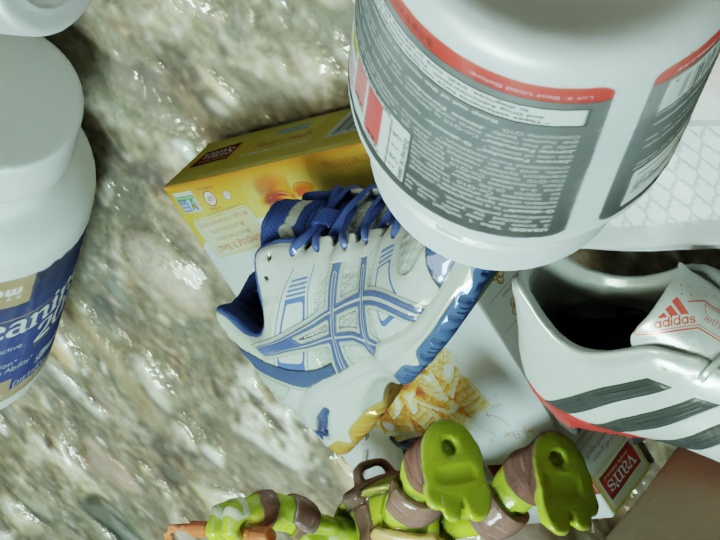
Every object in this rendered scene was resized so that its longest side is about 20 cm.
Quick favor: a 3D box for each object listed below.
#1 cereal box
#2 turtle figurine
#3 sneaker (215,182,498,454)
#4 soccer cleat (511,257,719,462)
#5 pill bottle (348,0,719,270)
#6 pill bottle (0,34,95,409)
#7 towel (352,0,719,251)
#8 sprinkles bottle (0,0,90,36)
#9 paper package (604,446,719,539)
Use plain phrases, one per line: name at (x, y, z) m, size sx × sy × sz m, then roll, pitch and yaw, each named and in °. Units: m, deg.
cereal box at (0.019, 0.025, 1.146) m, size 0.144 × 0.040 × 0.200 m, roll -11°, pitch 118°, yaw 49°
turtle figurine at (0.031, 0.112, 1.137) m, size 0.200 × 0.065 × 0.161 m, roll 23°, pitch 148°, yaw -21°
sneaker at (0.000, 0.000, 1.043) m, size 0.088 × 0.075 × 0.200 m, roll 40°, pitch 141°, yaw 1°
soccer cleat at (0.144, 0.038, 0.997) m, size 0.200 × 0.069 × 0.085 m, roll 14°, pitch 146°, yaw 33°
pill bottle at (0.054, -0.076, 0.851) m, size 0.116 × 0.116 × 0.200 m, roll 37°, pitch 162°, yaw 9°
pill bottle at (-0.183, -0.023, 1.238) m, size 0.111 × 0.111 × 0.200 m, roll 37°, pitch 145°, yaw 9°
towel at (0.080, -0.086, 0.975) m, size 0.200 × 0.032 × 0.191 m, roll 0°, pitch 127°, yaw 44°
sprinkles bottle at (-0.203, -0.142, 1.172) m, size 0.200 × 0.068 × 0.068 m, roll 9°, pitch 133°, yaw 41°
paper package at (0.177, 0.160, 0.995) m, size 0.200 × 0.191 × 0.104 m, roll 18°, pitch 141°, yaw 34°
